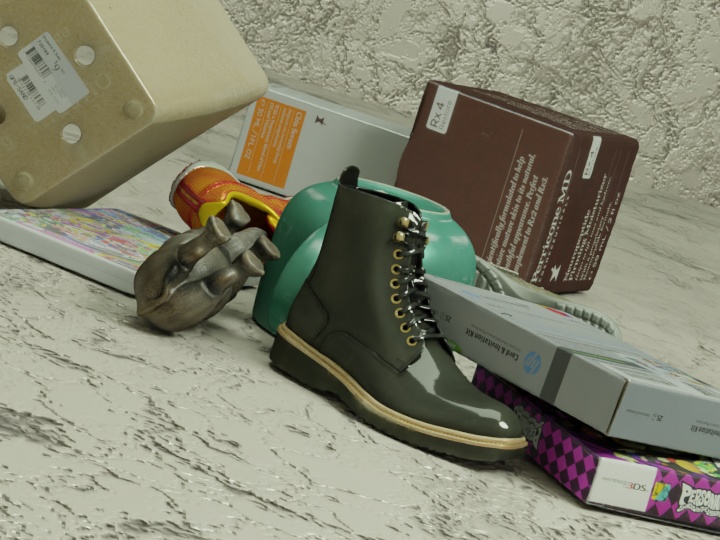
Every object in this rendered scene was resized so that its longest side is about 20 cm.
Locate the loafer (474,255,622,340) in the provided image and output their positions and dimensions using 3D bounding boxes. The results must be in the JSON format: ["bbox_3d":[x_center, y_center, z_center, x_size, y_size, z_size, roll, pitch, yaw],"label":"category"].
[{"bbox_3d":[0.113,0.038,1.709,0.199,0.076,0.070,25,-1,13],"label":"loafer"}]

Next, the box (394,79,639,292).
[{"bbox_3d":[0.149,-0.080,2.123,0.163,0.167,0.200,22,11,24],"label":"box"}]

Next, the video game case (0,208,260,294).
[{"bbox_3d":[-0.176,-0.017,1.611,0.142,0.018,0.200,21,9,22],"label":"video game case"}]

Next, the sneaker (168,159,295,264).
[{"bbox_3d":[-0.070,-0.027,1.736,0.199,0.073,0.077,14,26,-45],"label":"sneaker"}]

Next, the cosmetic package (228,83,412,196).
[{"bbox_3d":[-0.024,-0.114,2.210,0.199,0.102,0.071,18,10,10],"label":"cosmetic package"}]

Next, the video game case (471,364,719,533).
[{"bbox_3d":[0.188,0.121,1.429,0.180,0.036,0.200,13,10,-22],"label":"video game case"}]

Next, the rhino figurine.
[{"bbox_3d":[-0.105,-0.003,1.480,0.060,0.087,0.200,53,9,-1],"label":"rhino figurine"}]

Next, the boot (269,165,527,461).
[{"bbox_3d":[0.035,0.027,1.372,0.199,0.139,0.077,25,11,32],"label":"boot"}]

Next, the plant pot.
[{"bbox_3d":[-0.219,-0.157,1.645,0.201,0.199,0.177,58,17,-7],"label":"plant pot"}]

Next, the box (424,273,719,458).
[{"bbox_3d":[0.146,0.064,1.415,0.155,0.041,0.200,15,10,-45],"label":"box"}]

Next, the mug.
[{"bbox_3d":[0.009,0.002,1.546,0.151,0.115,0.185,16,9,-10],"label":"mug"}]
